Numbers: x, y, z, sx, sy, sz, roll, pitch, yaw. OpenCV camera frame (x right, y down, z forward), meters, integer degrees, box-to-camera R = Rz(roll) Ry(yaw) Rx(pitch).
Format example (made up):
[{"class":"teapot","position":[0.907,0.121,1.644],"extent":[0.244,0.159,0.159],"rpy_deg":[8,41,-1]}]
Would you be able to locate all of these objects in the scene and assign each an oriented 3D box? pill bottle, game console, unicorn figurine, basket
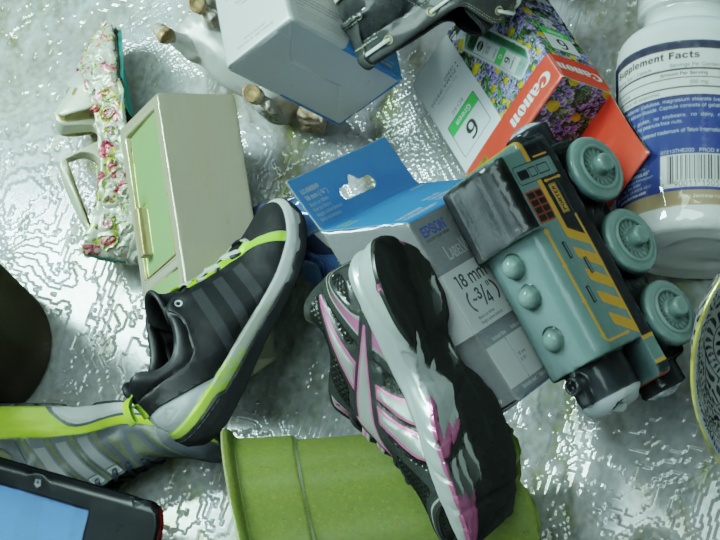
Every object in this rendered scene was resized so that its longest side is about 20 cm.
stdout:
[{"class":"pill bottle","position":[0.229,-0.104,1.603],"extent":[0.111,0.111,0.201],"rpy_deg":[-4,69,17]},{"class":"game console","position":[-0.241,0.227,1.654],"extent":[0.199,0.031,0.178],"rpy_deg":[13,96,22]},{"class":"unicorn figurine","position":[-0.097,-0.167,1.742],"extent":[0.074,0.137,0.200],"rpy_deg":[-37,81,6]},{"class":"basket","position":[-0.314,0.027,1.688],"extent":[0.136,0.200,0.180],"rpy_deg":[-45,64,-3]}]

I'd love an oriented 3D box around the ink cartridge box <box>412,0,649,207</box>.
[{"class":"ink cartridge box","position":[0.115,-0.107,1.623],"extent":[0.109,0.050,0.200],"rpy_deg":[-56,39,26]}]

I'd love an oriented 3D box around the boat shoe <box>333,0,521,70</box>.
[{"class":"boat shoe","position":[0.082,-0.194,1.609],"extent":[0.199,0.072,0.068],"rpy_deg":[-19,81,-9]}]

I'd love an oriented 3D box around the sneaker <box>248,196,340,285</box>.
[{"class":"sneaker","position":[0.000,0.000,1.665],"extent":[0.199,0.074,0.083],"rpy_deg":[12,76,23]}]

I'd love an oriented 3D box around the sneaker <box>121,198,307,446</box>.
[{"class":"sneaker","position":[-0.102,0.023,1.590],"extent":[0.083,0.072,0.200],"rpy_deg":[30,60,-14]}]

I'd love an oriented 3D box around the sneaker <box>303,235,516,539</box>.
[{"class":"sneaker","position":[0.028,0.083,1.467],"extent":[0.086,0.080,0.201],"rpy_deg":[-25,81,37]}]

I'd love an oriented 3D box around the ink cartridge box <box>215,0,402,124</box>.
[{"class":"ink cartridge box","position":[-0.047,-0.216,1.672],"extent":[0.068,0.116,0.201],"rpy_deg":[-34,50,30]}]

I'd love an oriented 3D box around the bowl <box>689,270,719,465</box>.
[{"class":"bowl","position":[0.287,0.049,1.517],"extent":[0.201,0.201,0.094],"rpy_deg":[-48,19,-3]}]

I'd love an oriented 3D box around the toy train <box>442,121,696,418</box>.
[{"class":"toy train","position":[0.136,0.000,1.514],"extent":[0.085,0.114,0.200],"rpy_deg":[-33,82,45]}]

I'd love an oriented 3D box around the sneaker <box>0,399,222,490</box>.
[{"class":"sneaker","position":[-0.184,0.137,1.684],"extent":[0.199,0.074,0.081],"rpy_deg":[-3,79,23]}]

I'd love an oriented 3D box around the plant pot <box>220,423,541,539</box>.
[{"class":"plant pot","position":[0.023,0.181,1.542],"extent":[0.189,0.200,0.201],"rpy_deg":[-13,66,-1]}]

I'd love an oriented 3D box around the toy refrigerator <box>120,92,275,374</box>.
[{"class":"toy refrigerator","position":[-0.121,-0.021,1.684],"extent":[0.070,0.076,0.201],"rpy_deg":[-1,73,-29]}]

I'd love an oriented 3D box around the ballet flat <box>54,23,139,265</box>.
[{"class":"ballet flat","position":[-0.196,-0.096,1.762],"extent":[0.064,0.076,0.201],"rpy_deg":[-7,65,-11]}]

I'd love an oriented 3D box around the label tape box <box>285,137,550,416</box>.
[{"class":"label tape box","position":[0.058,-0.005,1.545],"extent":[0.063,0.144,0.200],"rpy_deg":[-34,87,32]}]
